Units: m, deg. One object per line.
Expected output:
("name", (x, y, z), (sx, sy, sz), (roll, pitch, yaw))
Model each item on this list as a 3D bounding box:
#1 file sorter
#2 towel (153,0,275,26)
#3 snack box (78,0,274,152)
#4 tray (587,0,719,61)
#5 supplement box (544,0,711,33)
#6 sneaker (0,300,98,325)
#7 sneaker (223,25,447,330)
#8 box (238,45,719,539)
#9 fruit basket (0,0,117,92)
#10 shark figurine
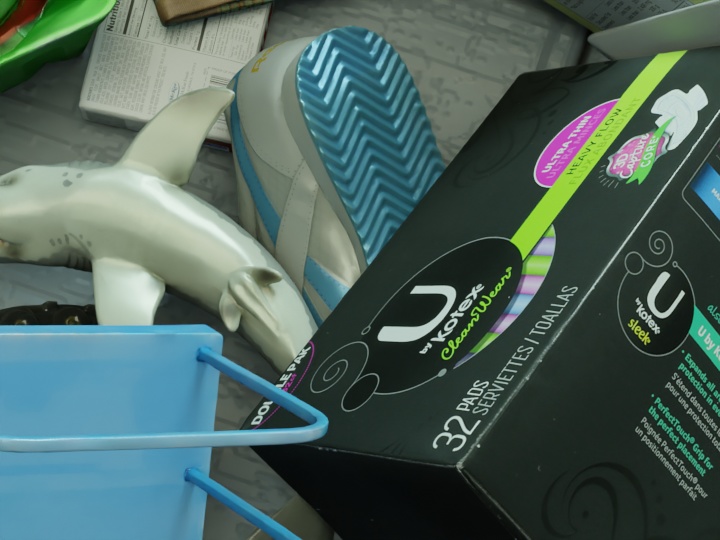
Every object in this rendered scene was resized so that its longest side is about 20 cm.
("file sorter", (-0.097, 0.128, 0.626), (0.139, 0.123, 0.200), (1, 101, -31))
("towel", (-0.014, -0.197, 0.822), (0.200, 0.022, 0.147), (-17, 84, -13))
("snack box", (-0.067, -0.156, 0.831), (0.072, 0.024, 0.200), (13, 78, 1))
("tray", (0.198, -0.068, 0.737), (0.200, 0.107, 0.022), (12, 81, -27))
("supplement box", (0.128, -0.216, 0.772), (0.200, 0.134, 0.200), (32, 76, -4))
("sneaker", (-0.171, 0.066, 0.769), (0.200, 0.072, 0.072), (-17, 76, -19))
("sneaker", (0.000, 0.000, 0.777), (0.076, 0.081, 0.200), (-20, 100, -34))
("box", (0.085, 0.030, 0.697), (0.124, 0.149, 0.200), (48, 66, -24))
("fruit basket", (-0.186, -0.171, 0.745), (0.155, 0.216, 0.216), (-27, 80, -6))
("shark figurine", (-0.058, 0.018, 0.760), (0.128, 0.090, 0.214), (-44, 85, -6))
